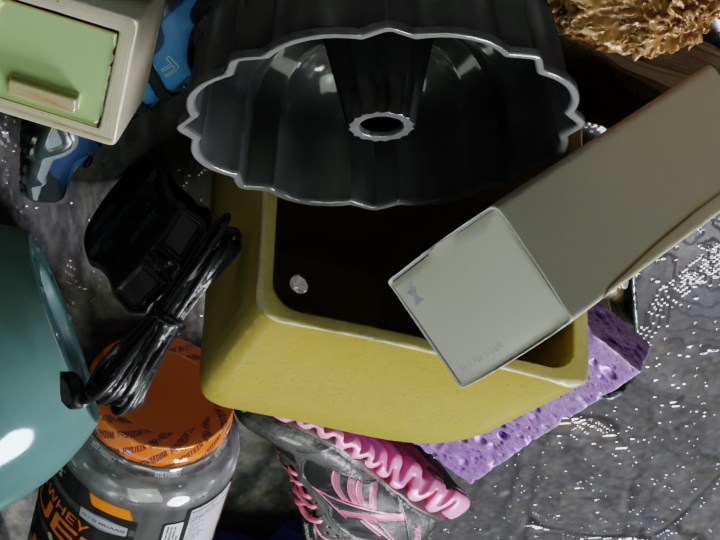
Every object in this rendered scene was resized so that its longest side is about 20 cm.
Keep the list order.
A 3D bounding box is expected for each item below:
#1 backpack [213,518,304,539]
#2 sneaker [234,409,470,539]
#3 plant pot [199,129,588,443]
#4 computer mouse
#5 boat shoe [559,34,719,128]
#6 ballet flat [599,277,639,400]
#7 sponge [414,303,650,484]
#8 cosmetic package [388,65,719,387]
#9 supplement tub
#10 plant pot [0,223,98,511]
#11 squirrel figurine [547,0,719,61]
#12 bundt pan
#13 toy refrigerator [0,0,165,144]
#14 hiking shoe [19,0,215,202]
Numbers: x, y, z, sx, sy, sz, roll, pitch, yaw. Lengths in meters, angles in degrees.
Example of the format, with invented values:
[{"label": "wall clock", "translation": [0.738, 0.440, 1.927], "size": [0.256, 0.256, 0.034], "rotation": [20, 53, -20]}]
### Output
[{"label": "backpack", "translation": [-0.054, 0.270, 1.608], "size": [0.200, 0.168, 0.163], "rotation": [15, 140, 25]}, {"label": "sneaker", "translation": [-0.018, 0.143, 1.517], "size": [0.200, 0.079, 0.095], "rotation": [34, 101, -33]}, {"label": "plant pot", "translation": [0.000, 0.000, 1.311], "size": [0.195, 0.194, 0.200], "rotation": [12, 150, -19]}, {"label": "computer mouse", "translation": [-0.126, 0.016, 1.280], "size": [0.046, 0.200, 0.141], "rotation": [36, 90, -25]}, {"label": "boat shoe", "translation": [0.133, -0.124, 1.279], "size": [0.200, 0.065, 0.071], "rotation": [21, 145, -32]}, {"label": "ballet flat", "translation": [0.149, 0.008, 1.418], "size": [0.074, 0.074, 0.200], "rotation": [-11, 137, 5]}, {"label": "sponge", "translation": [0.083, 0.064, 1.439], "size": [0.112, 0.030, 0.200], "rotation": [36, 140, -11]}, {"label": "cosmetic package", "translation": [0.121, -0.026, 1.195], "size": [0.073, 0.200, 0.104], "rotation": [55, 141, 1]}, {"label": "supplement tub", "translation": [-0.149, 0.142, 1.484], "size": [0.122, 0.123, 0.200], "rotation": [6, 135, -13]}, {"label": "plant pot", "translation": [-0.251, 0.061, 1.339], "size": [0.161, 0.201, 0.201], "rotation": [-20, 137, -1]}, {"label": "squirrel figurine", "translation": [0.188, -0.165, 1.150], "size": [0.200, 0.187, 0.142], "rotation": [-27, 134, 21]}, {"label": "bundt pan", "translation": [0.010, -0.105, 1.121], "size": [0.202, 0.076, 0.202], "rotation": [0, 158, 0]}, {"label": "toy refrigerator", "translation": [-0.208, -0.136, 1.164], "size": [0.200, 0.070, 0.076], "rotation": [17, 120, 1]}, {"label": "hiking shoe", "translation": [-0.133, -0.105, 1.256], "size": [0.087, 0.074, 0.200], "rotation": [14, 133, -20]}]
